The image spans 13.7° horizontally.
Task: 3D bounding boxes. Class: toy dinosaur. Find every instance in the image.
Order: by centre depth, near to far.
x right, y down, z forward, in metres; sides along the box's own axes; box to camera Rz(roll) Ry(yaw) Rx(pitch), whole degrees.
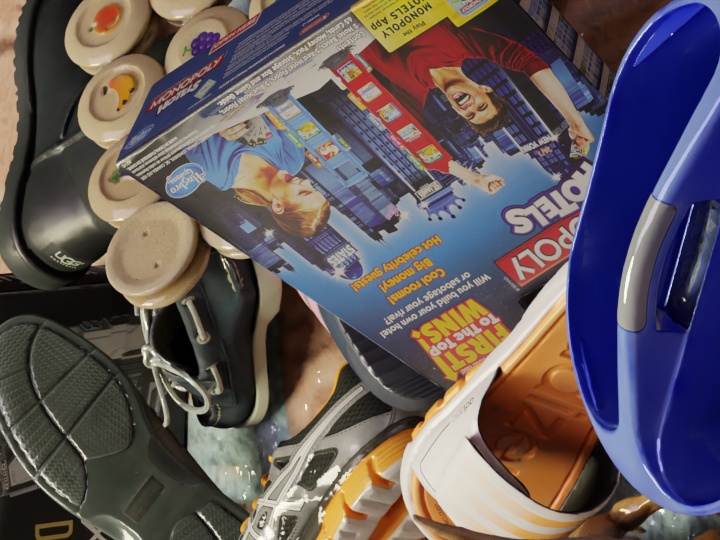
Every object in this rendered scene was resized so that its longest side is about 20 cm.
[{"bbox_3d":[0.097,0.117,1.183,0.200,0.106,0.061,47,-159,-72],"label":"toy dinosaur"}]

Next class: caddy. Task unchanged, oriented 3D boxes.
[{"bbox_3d":[0.141,-0.007,1.105,0.141,0.104,0.201,45,131,46],"label":"caddy"}]

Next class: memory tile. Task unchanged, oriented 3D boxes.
[{"bbox_3d":[-0.067,-0.086,1.412,0.153,0.017,0.201,-27,50,16],"label":"memory tile"}]

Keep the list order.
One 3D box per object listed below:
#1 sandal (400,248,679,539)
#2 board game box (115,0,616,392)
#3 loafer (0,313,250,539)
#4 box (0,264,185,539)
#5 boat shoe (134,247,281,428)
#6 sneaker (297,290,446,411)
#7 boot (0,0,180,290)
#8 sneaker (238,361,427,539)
[{"bbox_3d":[0.075,0.069,1.244,0.059,0.079,0.207,-87,19,-44],"label":"sandal"},{"bbox_3d":[0.038,-0.037,1.247,0.200,0.200,0.062,-29,26,35],"label":"board game box"},{"bbox_3d":[-0.118,0.106,1.537,0.200,0.072,0.063,45,177,12],"label":"loafer"},{"bbox_3d":[-0.173,0.101,1.607,0.050,0.157,0.201,21,112,57],"label":"box"},{"bbox_3d":[-0.078,0.030,1.481,0.200,0.062,0.075,106,144,-67],"label":"boat shoe"},{"bbox_3d":[0.000,0.000,1.400,0.082,0.070,0.201,96,156,-49],"label":"sneaker"},{"bbox_3d":[-0.108,-0.098,1.540,0.168,0.076,0.201,-24,49,42],"label":"boot"},{"bbox_3d":[-0.021,0.121,1.434,0.200,0.078,0.077,-49,51,34],"label":"sneaker"}]
